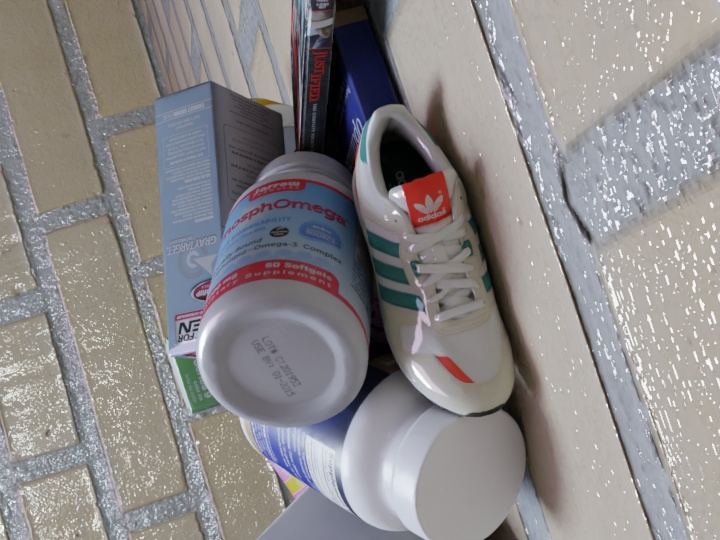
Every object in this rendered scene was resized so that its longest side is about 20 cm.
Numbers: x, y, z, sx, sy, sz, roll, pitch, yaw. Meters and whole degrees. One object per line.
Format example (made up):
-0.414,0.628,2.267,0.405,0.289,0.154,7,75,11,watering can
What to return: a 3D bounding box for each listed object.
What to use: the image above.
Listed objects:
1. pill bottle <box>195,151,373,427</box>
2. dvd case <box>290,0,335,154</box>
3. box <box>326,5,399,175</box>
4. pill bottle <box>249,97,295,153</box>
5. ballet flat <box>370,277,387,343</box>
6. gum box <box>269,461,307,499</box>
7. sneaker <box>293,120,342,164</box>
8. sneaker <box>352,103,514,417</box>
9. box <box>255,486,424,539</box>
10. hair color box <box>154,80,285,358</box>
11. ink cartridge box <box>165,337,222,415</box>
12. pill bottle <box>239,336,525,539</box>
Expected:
-0.044,0.002,0.749,0.200,0.108,0.109,-87,-10,-56,pill bottle
-0.037,-0.180,0.813,0.200,0.022,0.147,96,170,-55,dvd case
0.015,-0.075,0.811,0.121,0.032,0.201,110,141,-72,box
-0.085,-0.104,1.054,0.200,0.112,0.113,-141,36,-71,pill bottle
0.000,0.000,0.918,0.200,0.069,0.072,-119,21,-62,ballet flat
-0.036,0.124,1.012,0.114,0.066,0.200,56,143,9,gum box
-0.059,-0.052,0.927,0.075,0.079,0.201,-131,57,-74,sneaker
0.040,-0.010,0.674,0.093,0.070,0.201,84,168,-68,sneaker
0.029,0.258,0.832,0.199,0.097,0.125,25,140,33,box
-0.102,-0.033,0.857,0.099,0.060,0.201,15,-114,-59,hair color box
-0.104,0.085,1.201,0.145,0.199,0.088,138,111,-77,ink cartridge box
0.011,0.110,0.765,0.200,0.115,0.116,19,128,50,pill bottle
